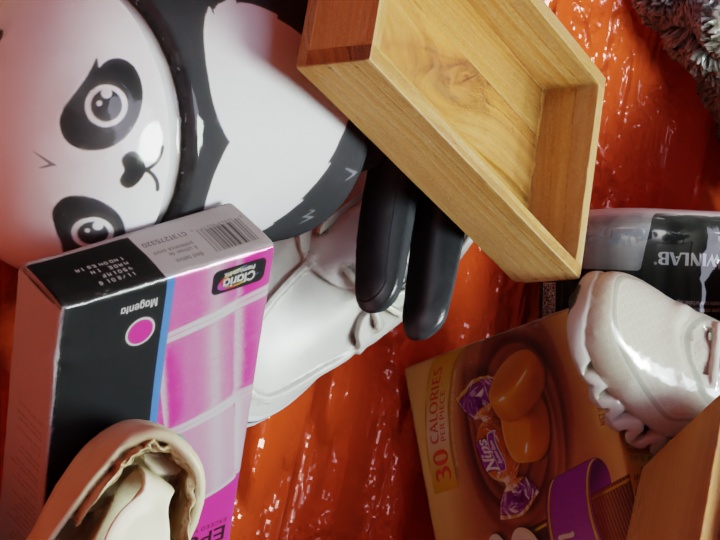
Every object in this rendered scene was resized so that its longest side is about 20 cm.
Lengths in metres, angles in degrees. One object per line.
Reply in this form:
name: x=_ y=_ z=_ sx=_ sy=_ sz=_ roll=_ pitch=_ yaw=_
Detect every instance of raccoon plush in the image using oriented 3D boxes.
raccoon plush: x=0.206 y=-0.070 z=1.314 sx=0.134 sy=0.097 sz=0.201 roll=0 pitch=91 yaw=-39

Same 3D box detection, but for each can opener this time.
can opener: x=0.026 y=-0.059 z=1.085 sx=0.063 sy=0.079 sz=0.201 roll=19 pitch=53 yaw=-29

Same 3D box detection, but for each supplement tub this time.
supplement tub: x=0.147 y=0.071 z=1.224 sx=0.122 sy=0.122 sz=0.201 roll=2 pitch=89 yaw=-46

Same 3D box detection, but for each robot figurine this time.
robot figurine: x=-0.074 y=-0.064 z=0.986 sx=0.200 sy=0.125 sz=0.151 roll=-12 pitch=73 yaw=-45

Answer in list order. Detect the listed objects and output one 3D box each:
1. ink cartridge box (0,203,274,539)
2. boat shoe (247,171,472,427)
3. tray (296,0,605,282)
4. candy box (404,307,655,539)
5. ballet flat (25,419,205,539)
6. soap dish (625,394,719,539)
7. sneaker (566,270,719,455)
ink cartridge box: x=-0.091 y=0.073 z=0.961 sx=0.094 sy=0.037 sz=0.201 roll=-18 pitch=136 yaw=-34
boat shoe: x=0.000 y=0.000 z=1.109 sx=0.200 sy=0.066 sz=0.072 roll=-41 pitch=119 yaw=-38
tray: x=0.042 y=-0.081 z=1.017 sx=0.200 sy=0.037 sz=0.099 roll=43 pitch=50 yaw=-53
candy box: x=0.095 y=0.126 z=1.135 sx=0.056 sy=0.116 sz=0.201 roll=9 pitch=67 yaw=-48
ballet flat: x=-0.112 y=0.138 z=0.871 sx=0.069 sy=0.069 sz=0.200 roll=43 pitch=66 yaw=-37
soap dish: x=0.183 y=0.173 z=1.058 sx=0.200 sy=0.081 sz=0.158 roll=44 pitch=45 yaw=-31
sneaker: x=0.173 y=0.057 z=1.097 sx=0.200 sy=0.081 sz=0.075 roll=36 pitch=49 yaw=-25
